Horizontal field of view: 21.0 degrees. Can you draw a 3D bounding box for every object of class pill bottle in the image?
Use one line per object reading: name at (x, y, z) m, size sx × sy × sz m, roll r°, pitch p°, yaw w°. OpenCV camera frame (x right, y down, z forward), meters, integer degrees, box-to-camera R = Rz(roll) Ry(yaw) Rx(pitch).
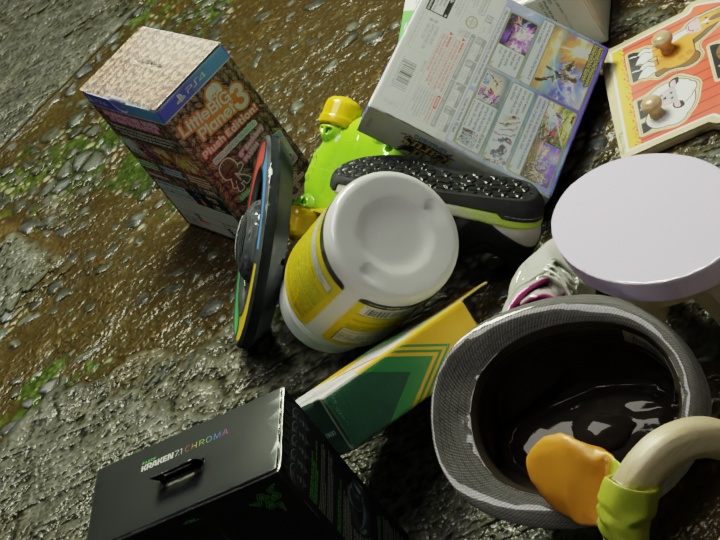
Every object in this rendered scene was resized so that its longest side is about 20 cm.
pill bottle at (0.000, 0.000, 1.646) m, size 0.114 × 0.114 × 0.200 m, roll -53°, pitch 4°, yaw -24°

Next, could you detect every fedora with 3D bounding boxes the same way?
fedora at (0.158, 0.112, 1.414) m, size 0.200 × 0.090 × 0.177 m, roll -15°, pitch 62°, yaw 11°

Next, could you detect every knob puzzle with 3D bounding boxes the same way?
knob puzzle at (0.311, -0.194, 1.738) m, size 0.219 × 0.030 × 0.220 m, roll -25°, pitch 34°, yaw 18°

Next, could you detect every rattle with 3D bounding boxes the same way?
rattle at (0.237, 0.137, 1.313) m, size 0.200 × 0.130 × 0.143 m, roll -27°, pitch 6°, yaw -14°

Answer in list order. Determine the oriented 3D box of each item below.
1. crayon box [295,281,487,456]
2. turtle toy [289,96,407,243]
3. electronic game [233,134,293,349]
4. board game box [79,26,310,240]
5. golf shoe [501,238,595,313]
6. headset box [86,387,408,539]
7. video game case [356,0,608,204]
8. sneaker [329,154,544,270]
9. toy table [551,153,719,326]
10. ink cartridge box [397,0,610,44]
crayon box at (0.018, 0.091, 1.562) m, size 0.200 × 0.052 × 0.126 m, roll -34°, pitch 2°, yaw -36°
turtle toy at (0.025, -0.075, 1.794) m, size 0.200 × 0.101 × 0.146 m, roll 12°, pitch 80°, yaw 47°
electronic game at (-0.095, -0.027, 1.799) m, size 0.042 × 0.200 × 0.200 m, roll 7°, pitch 37°, yaw -8°
board game box at (-0.158, -0.134, 1.952) m, size 0.097 × 0.200 × 0.159 m, roll -48°, pitch 34°, yaw -16°
golf shoe at (0.150, 0.031, 1.534) m, size 0.200 × 0.075 × 0.092 m, roll -58°, pitch -1°, yaw -41°
headset box at (-0.086, 0.202, 1.462) m, size 0.174 × 0.200 × 0.093 m, roll -24°, pitch 34°, yaw 18°
video game case at (0.114, -0.165, 1.766) m, size 0.200 × 0.181 × 0.045 m, roll -65°, pitch 2°, yaw -36°
sneaker at (0.065, -0.043, 1.686) m, size 0.200 × 0.083 × 0.072 m, roll 12°, pitch 28°, yaw 17°
toy table at (0.240, -0.001, 1.480) m, size 0.184 × 0.117 × 0.200 m, roll -37°, pitch 31°, yaw -1°
ink cartridge box at (0.146, -0.263, 1.930) m, size 0.200 × 0.084 × 0.146 m, roll -19°, pitch 37°, yaw 26°
